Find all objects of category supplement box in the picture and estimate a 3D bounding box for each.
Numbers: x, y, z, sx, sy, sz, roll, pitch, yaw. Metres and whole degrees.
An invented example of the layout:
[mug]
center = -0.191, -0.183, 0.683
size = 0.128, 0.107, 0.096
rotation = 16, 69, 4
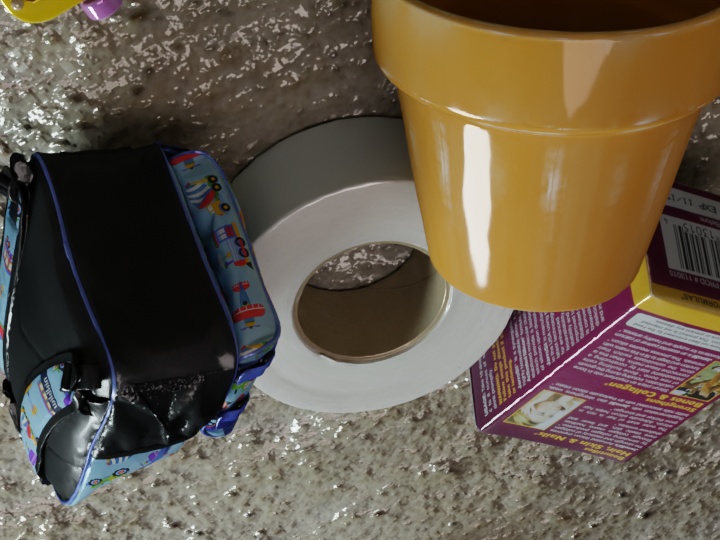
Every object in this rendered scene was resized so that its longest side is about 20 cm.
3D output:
[supplement box]
center = 0.179, 0.036, 1.086
size = 0.131, 0.103, 0.200
rotation = 14, 143, -27

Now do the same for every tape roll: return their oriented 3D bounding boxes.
[tape roll]
center = 0.000, 0.000, 1.061
size = 0.202, 0.071, 0.203
rotation = -9, 133, -9

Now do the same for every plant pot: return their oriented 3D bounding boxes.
[plant pot]
center = 0.104, -0.085, 0.905
size = 0.200, 0.200, 0.184
rotation = -6, 121, -11

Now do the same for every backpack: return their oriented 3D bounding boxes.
[backpack]
center = -0.149, 0.042, 0.987
size = 0.134, 0.183, 0.200
rotation = -9, 150, -26

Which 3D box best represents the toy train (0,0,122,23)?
[toy train]
center = -0.189, -0.201, 0.841
size = 0.200, 0.056, 0.150
rotation = -9, 130, -12
